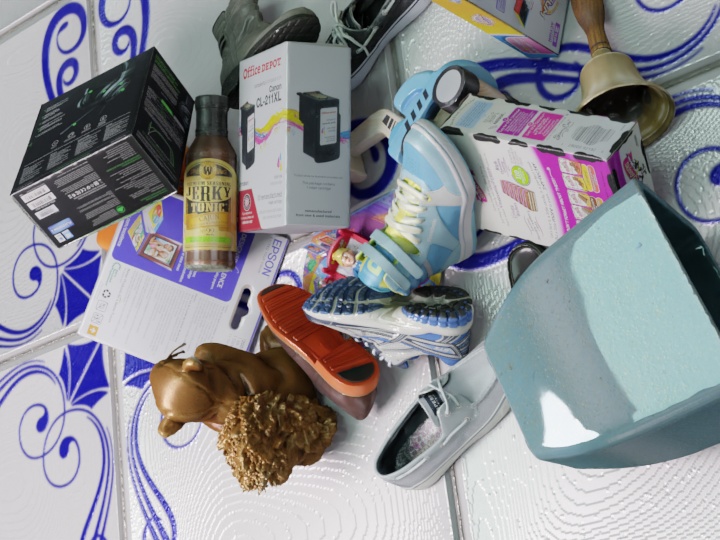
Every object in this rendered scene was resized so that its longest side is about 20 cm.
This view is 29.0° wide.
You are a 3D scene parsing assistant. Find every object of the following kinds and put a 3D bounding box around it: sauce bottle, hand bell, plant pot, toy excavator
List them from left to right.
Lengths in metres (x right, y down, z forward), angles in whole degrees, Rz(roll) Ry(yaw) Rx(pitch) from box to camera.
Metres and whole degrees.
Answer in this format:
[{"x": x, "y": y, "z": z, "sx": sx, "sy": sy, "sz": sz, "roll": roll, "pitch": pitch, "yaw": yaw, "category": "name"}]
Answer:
[{"x": -0.174, "y": -0.100, "z": 1.603, "sx": 0.064, "sy": 0.064, "sz": 0.202, "roll": -5, "pitch": 84, "yaw": 38, "category": "sauce bottle"}, {"x": 0.059, "y": -0.153, "z": 1.510, "sx": 0.195, "sy": 0.099, "sz": 0.200, "roll": -58, "pitch": 38, "yaw": 14, "category": "toy excavator"}, {"x": 0.238, "y": -0.224, "z": 1.386, "sx": 0.104, "sy": 0.104, "sz": 0.202, "roll": -32, "pitch": 50, "yaw": 29, "category": "hand bell"}, {"x": 0.228, "y": 0.073, "z": 1.212, "sx": 0.199, "sy": 0.195, "sz": 0.198, "roll": -33, "pitch": 65, "yaw": 20, "category": "plant pot"}]

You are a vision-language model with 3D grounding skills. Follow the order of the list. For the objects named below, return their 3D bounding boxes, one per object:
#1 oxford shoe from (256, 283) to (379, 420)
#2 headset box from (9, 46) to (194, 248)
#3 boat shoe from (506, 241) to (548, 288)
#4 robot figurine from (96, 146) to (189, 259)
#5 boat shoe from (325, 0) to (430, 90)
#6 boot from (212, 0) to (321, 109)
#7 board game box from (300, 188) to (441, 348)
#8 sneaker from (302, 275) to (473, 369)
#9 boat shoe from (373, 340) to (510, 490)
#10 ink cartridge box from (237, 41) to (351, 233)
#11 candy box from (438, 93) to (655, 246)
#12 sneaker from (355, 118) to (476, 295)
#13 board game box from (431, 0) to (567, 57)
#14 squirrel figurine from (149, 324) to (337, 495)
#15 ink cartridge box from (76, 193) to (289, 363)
[{"x": -0.053, "y": 0.089, "z": 1.535, "sx": 0.200, "sy": 0.071, "sz": 0.073, "roll": 46, "pitch": 148, "yaw": 38, "category": "oxford shoe"}, {"x": -0.296, "y": -0.149, "z": 1.620, "sx": 0.173, "sy": 0.093, "sz": 0.201, "roll": -24, "pitch": 36, "yaw": 18, "category": "headset box"}, {"x": 0.186, "y": 0.055, "z": 1.360, "sx": 0.072, "sy": 0.067, "sz": 0.202, "roll": -32, "pitch": 59, "yaw": 31, "category": "boat shoe"}, {"x": -0.256, "y": -0.077, "z": 1.721, "sx": 0.143, "sy": 0.116, "sz": 0.202, "roll": 16, "pitch": 91, "yaw": 50, "category": "robot figurine"}, {"x": -0.003, "y": -0.276, "z": 1.591, "sx": 0.199, "sy": 0.068, "sz": 0.074, "roll": -39, "pitch": 58, "yaw": 26, "category": "boat shoe"}, {"x": -0.125, "y": -0.295, "z": 1.674, "sx": 0.200, "sy": 0.067, "sz": 0.132, "roll": -37, "pitch": 58, "yaw": 48, "category": "boot"}, {"x": 0.000, "y": 0.000, "z": 1.539, "sx": 0.199, "sy": 0.039, "sz": 0.160, "roll": -27, "pitch": 63, "yaw": 32, "category": "board game box"}, {"x": 0.027, "y": 0.064, "z": 1.467, "sx": 0.198, "sy": 0.077, "sz": 0.086, "roll": 8, "pitch": 122, "yaw": 30, "category": "sneaker"}, {"x": 0.087, "y": 0.146, "z": 1.413, "sx": 0.201, "sy": 0.071, "sz": 0.070, "roll": -52, "pitch": 53, "yaw": 17, "category": "boat shoe"}, {"x": -0.076, "y": -0.146, "z": 1.561, "sx": 0.145, "sy": 0.082, "sz": 0.202, "roll": -4, "pitch": 86, "yaw": 64, "category": "ink cartridge box"}, {"x": 0.185, "y": -0.089, "z": 1.347, "sx": 0.199, "sy": 0.137, "sz": 0.061, "roll": 16, "pitch": 53, "yaw": 39, "category": "candy box"}, {"x": 0.048, "y": -0.049, "z": 1.386, "sx": 0.130, "sy": 0.201, "sz": 0.079, "roll": -37, "pitch": 52, "yaw": -17, "category": "sneaker"}, {"x": 0.146, "y": -0.317, "z": 1.395, "sx": 0.040, "sy": 0.199, "sz": 0.155, "roll": 6, "pitch": 83, "yaw": 40, "category": "board game box"}, {"x": -0.131, "y": 0.147, "z": 1.515, "sx": 0.200, "sy": 0.186, "sz": 0.142, "roll": 37, "pitch": 102, "yaw": 38, "category": "squirrel figurine"}, {"x": -0.209, "y": 0.019, "z": 1.650, "sx": 0.198, "sy": 0.043, "sz": 0.200, "roll": 21, "pitch": 89, "yaw": -4, "category": "ink cartridge box"}]
